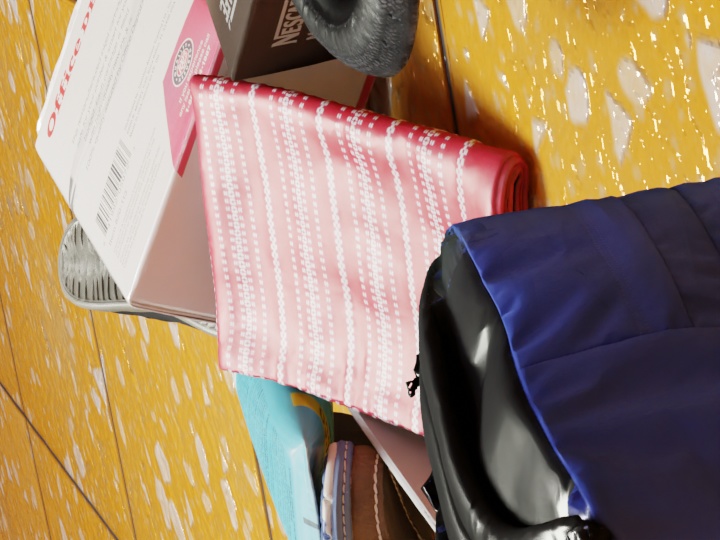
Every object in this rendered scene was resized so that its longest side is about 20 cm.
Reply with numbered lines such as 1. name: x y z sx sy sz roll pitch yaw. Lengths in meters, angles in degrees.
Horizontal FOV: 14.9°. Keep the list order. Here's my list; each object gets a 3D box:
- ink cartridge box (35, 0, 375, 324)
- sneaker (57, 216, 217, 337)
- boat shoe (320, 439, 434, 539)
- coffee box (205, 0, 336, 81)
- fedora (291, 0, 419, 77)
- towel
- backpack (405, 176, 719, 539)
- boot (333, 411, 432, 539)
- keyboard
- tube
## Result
1. ink cartridge box: -0.080 -0.080 1.326 0.147 0.083 0.200 -70 26 17
2. sneaker: -0.059 -0.003 1.465 0.200 0.106 0.075 9 93 44
3. boat shoe: 0.033 0.157 1.228 0.072 0.072 0.200 -83 -21 -58
4. coffee box: -0.041 -0.199 1.172 0.114 0.080 0.200 112 142 -66
5. fedora: 0.013 -0.174 0.974 0.201 0.091 0.201 163 90 -76
6. towel: 0.000 0.000 1.163 0.200 0.022 0.145 17 121 44
7. backpack: 0.102 0.072 0.723 0.200 0.168 0.163 -120 24 -58
8. boot: 0.004 0.198 1.397 0.186 0.064 0.200 -104 10 -64
9. keyboard: 0.025 0.061 1.213 0.200 0.056 0.011 -128 30 -57
10. tube: -0.033 0.070 1.279 0.200 0.050 0.078 -105 3 -65
